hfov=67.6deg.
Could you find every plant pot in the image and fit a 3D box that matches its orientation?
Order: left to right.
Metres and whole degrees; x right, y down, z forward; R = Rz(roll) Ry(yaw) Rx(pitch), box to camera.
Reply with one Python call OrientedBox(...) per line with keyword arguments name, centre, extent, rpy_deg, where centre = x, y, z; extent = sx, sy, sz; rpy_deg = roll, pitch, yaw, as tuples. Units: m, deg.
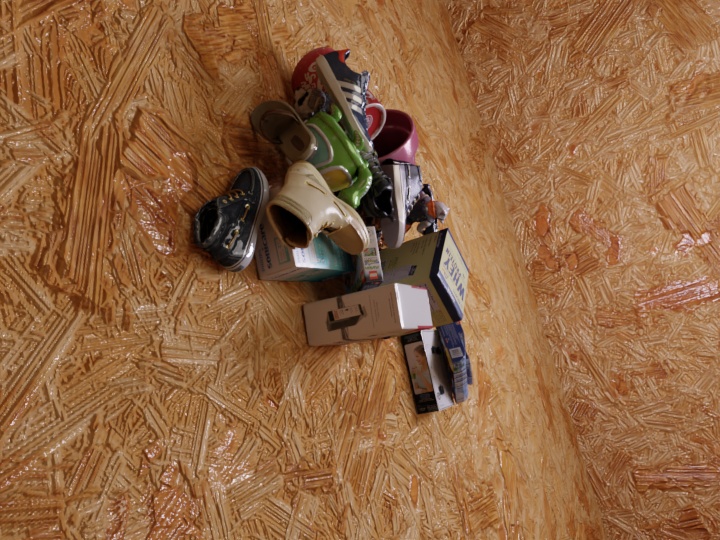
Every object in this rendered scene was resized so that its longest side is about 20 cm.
OrientedBox(name="plant pot", centre=(0.057, -0.269, 1.342), extent=(0.179, 0.199, 0.200), rpy_deg=(66, 23, -48))

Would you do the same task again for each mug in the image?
OrientedBox(name="mug", centre=(-0.037, -0.365, 1.186), extent=(0.200, 0.133, 0.178), rpy_deg=(51, 0, 27))

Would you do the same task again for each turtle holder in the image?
OrientedBox(name="turtle holder", centre=(-0.056, -0.202, 1.022), extent=(0.186, 0.132, 0.141), rpy_deg=(55, -4, -9))

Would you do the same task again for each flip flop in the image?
OrientedBox(name="flip flop", centre=(-0.146, -0.257, 0.971), extent=(0.058, 0.081, 0.200), rpy_deg=(21, 22, -48))

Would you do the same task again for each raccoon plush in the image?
OrientedBox(name="raccoon plush", centre=(-0.086, -0.286, 1.120), extent=(0.200, 0.134, 0.097), rpy_deg=(48, 35, -39))

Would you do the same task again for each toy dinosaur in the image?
OrientedBox(name="toy dinosaur", centre=(0.034, -0.124, 1.267), extent=(0.200, 0.102, 0.136), rpy_deg=(109, -5, -53))

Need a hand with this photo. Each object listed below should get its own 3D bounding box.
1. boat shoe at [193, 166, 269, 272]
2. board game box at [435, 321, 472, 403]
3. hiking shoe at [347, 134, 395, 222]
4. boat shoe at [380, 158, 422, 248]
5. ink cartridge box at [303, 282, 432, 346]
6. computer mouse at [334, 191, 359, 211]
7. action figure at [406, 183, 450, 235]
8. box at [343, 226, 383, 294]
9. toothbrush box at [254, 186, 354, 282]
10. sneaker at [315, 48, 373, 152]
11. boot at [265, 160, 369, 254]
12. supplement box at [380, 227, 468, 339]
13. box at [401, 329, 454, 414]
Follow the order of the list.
OrientedBox(name="boat shoe", centre=(-0.204, -0.103, 0.858), extent=(0.091, 0.071, 0.201), rpy_deg=(45, 40, -49))
OrientedBox(name="board game box", centre=(0.251, 0.239, 1.423), extent=(0.200, 0.061, 0.200), rpy_deg=(-101, 179, -54))
OrientedBox(name="hiking shoe", centre=(0.030, -0.199, 1.127), extent=(0.076, 0.101, 0.200), rpy_deg=(-33, 119, -18))
OrientedBox(name="boat shoe", centre=(0.100, -0.152, 1.221), extent=(0.092, 0.075, 0.201), rpy_deg=(-6, 98, -34))
OrientedBox(name="ink cartridge box", centre=(0.015, 0.088, 1.018), extent=(0.147, 0.199, 0.083), rpy_deg=(10, 69, -59))
OrientedBox(name="computer mouse", centre=(-0.020, -0.145, 1.164), extent=(0.141, 0.046, 0.200), rpy_deg=(64, 2, 19))
OrientedBox(name="action figure", centre=(0.140, -0.116, 1.377), extent=(0.105, 0.193, 0.201), rpy_deg=(-6, 80, -62))
OrientedBox(name="box", centre=(0.000, 0.000, 1.085), extent=(0.200, 0.035, 0.110), rpy_deg=(120, -36, -68))
OrientedBox(name="toothbrush box", centre=(-0.109, -0.060, 0.999), extent=(0.200, 0.085, 0.147), rpy_deg=(6, 68, -60))
OrientedBox(name="sneaker", centre=(-0.007, -0.328, 1.027), extent=(0.200, 0.084, 0.075), rpy_deg=(63, -6, -9))
OrientedBox(name="boot", centre=(-0.068, -0.073, 0.903), extent=(0.200, 0.073, 0.156), rpy_deg=(51, 30, -23))
OrientedBox(name="supplement box", centre=(0.132, 0.030, 1.268), extent=(0.134, 0.199, 0.200), rpy_deg=(58, 30, -26))
OrientedBox(name="box", centre=(0.171, 0.252, 1.362), extent=(0.117, 0.060, 0.201), rpy_deg=(8, 67, -61))
